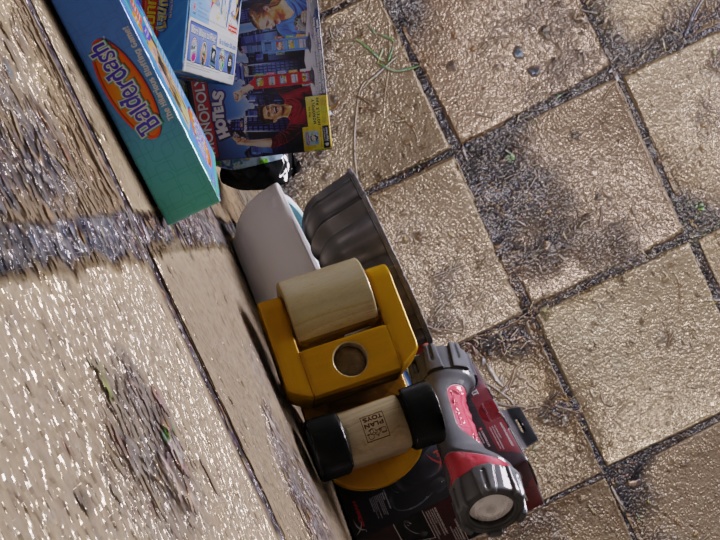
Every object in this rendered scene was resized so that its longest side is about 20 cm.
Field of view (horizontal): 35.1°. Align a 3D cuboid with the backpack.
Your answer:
[{"bbox_3d":[-0.152,-0.205,1.332,0.163,0.153,0.201,-108,-165,-72],"label":"backpack"}]

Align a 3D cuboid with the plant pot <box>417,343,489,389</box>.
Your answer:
[{"bbox_3d":[0.046,0.162,1.406,0.201,0.200,0.195,65,8,29],"label":"plant pot"}]

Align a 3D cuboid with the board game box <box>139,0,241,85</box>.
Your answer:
[{"bbox_3d":[-0.156,-0.279,1.059,0.200,0.056,0.197,-40,136,-82],"label":"board game box"}]

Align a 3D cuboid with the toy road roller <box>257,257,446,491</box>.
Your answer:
[{"bbox_3d":[-0.012,0.104,1.054,0.146,0.122,0.201,107,-36,-72],"label":"toy road roller"}]

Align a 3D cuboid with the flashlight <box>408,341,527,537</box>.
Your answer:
[{"bbox_3d":[0.099,0.148,1.053,0.068,0.068,0.201,36,25,-31],"label":"flashlight"}]

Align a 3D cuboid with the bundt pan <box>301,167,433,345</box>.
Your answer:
[{"bbox_3d":[0.000,0.000,1.185,0.202,0.075,0.203,-25,90,-90],"label":"bundt pan"}]

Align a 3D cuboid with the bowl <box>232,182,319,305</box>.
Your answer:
[{"bbox_3d":[-0.069,0.028,1.225,0.200,0.074,0.200,63,2,-62],"label":"bowl"}]

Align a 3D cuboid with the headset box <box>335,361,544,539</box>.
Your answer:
[{"bbox_3d":[0.076,0.191,1.124,0.075,0.199,0.149,64,-1,-39],"label":"headset box"}]

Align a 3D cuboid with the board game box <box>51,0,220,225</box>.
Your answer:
[{"bbox_3d":[-0.165,-0.147,0.826,0.152,0.045,0.201,-117,-179,-71],"label":"board game box"}]

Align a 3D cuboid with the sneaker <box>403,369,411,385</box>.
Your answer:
[{"bbox_3d":[0.036,0.191,1.236,0.105,0.075,0.201,-71,165,-74],"label":"sneaker"}]

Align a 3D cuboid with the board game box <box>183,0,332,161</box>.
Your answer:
[{"bbox_3d":[-0.139,-0.220,1.219,0.062,0.198,0.201,-131,-144,-81],"label":"board game box"}]

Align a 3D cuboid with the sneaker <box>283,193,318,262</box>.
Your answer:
[{"bbox_3d":[-0.098,-0.035,1.429,0.131,0.079,0.201,-112,-173,-52],"label":"sneaker"}]
